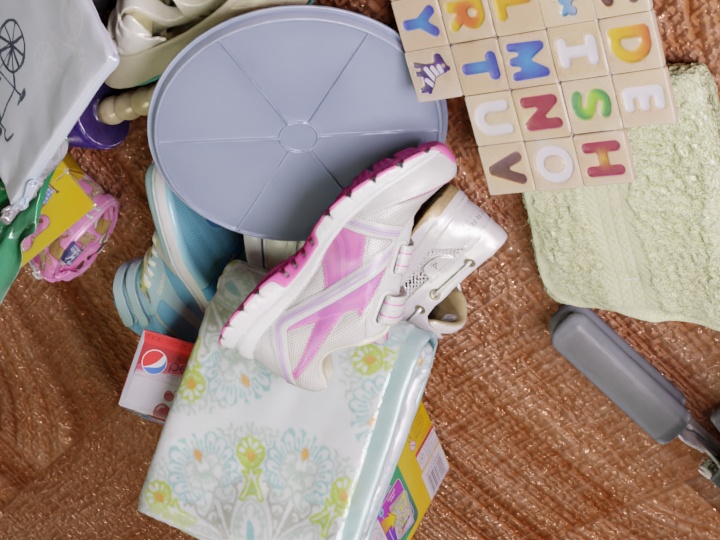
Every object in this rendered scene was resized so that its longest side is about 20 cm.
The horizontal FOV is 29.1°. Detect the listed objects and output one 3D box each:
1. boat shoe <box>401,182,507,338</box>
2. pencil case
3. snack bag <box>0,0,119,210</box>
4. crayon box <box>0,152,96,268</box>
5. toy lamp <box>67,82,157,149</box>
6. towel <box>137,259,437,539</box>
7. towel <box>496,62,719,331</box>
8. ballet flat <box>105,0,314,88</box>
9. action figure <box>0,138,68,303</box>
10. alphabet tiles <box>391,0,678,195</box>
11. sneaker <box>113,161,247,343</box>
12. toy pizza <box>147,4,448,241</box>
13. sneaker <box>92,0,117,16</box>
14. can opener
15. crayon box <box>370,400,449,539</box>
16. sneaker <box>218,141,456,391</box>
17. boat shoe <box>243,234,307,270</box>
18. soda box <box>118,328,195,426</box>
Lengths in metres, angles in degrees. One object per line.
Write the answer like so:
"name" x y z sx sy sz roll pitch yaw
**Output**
"boat shoe" 0.043 0.024 1.005 0.069 0.071 0.200 35 139 3
"pencil case" -0.295 -0.075 1.122 0.200 0.087 0.083 36 134 2
"snack bag" -0.228 -0.168 0.927 0.189 0.021 0.200 -44 67 44
"crayon box" -0.304 -0.087 1.057 0.200 0.127 0.051 52 -177 2
"toy lamp" -0.151 -0.125 1.003 0.200 0.058 0.058 -9 124 36
"towel" -0.054 0.110 0.978 0.171 0.200 0.048 20 177 20
"towel" 0.169 -0.045 0.880 0.148 0.036 0.200 5 132 29
"ballet flat" -0.119 -0.176 0.915 0.200 0.069 0.069 -17 119 34
"action figure" -0.272 -0.055 1.006 0.118 0.200 0.055 32 179 5
"alphabet tiles" 0.095 -0.141 0.818 0.167 0.008 0.200 -4 112 36
"sneaker" -0.158 -0.008 1.104 0.131 0.080 0.200 4 131 29
"toy pizza" -0.042 -0.098 0.928 0.200 0.032 0.200 -3 135 -3
"sneaker" -0.213 -0.205 0.954 0.200 0.074 0.087 -34 87 41
"can opener" 0.219 0.089 0.978 0.200 0.053 0.066 38 105 -6
"crayon box" -0.008 0.181 1.093 0.058 0.200 0.119 1 130 33
"sneaker" 0.000 0.000 0.917 0.088 0.081 0.200 42 107 -4
"boat shoe" -0.035 0.028 1.066 0.070 0.071 0.200 15 130 29
"soda box" -0.143 0.097 1.129 0.070 0.063 0.200 17 171 1
